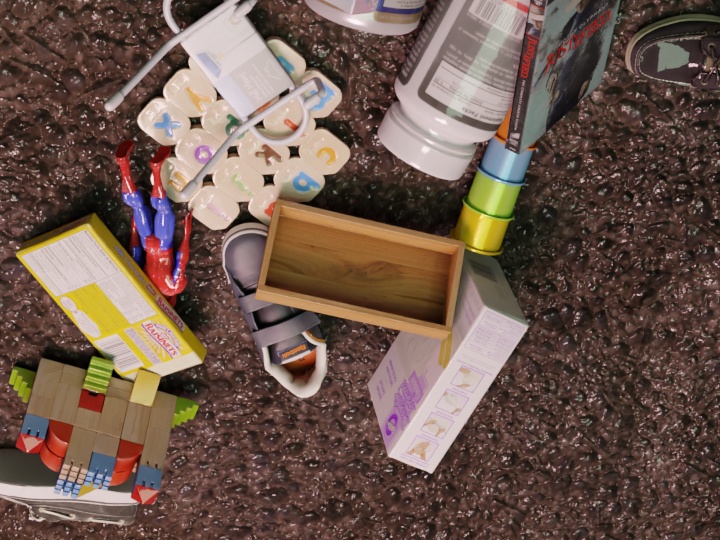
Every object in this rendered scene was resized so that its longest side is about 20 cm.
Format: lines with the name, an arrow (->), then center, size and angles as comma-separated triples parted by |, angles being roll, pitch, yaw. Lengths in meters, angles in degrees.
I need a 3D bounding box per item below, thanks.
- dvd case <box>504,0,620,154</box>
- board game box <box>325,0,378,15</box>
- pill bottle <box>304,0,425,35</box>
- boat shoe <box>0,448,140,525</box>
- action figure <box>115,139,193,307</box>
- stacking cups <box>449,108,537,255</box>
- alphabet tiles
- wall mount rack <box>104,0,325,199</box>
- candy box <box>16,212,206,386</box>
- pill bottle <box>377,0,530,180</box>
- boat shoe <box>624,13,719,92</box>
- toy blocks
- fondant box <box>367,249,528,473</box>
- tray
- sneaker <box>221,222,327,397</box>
dvd case -> 0.198, -0.220, 1.411 | 0.146, 0.022, 0.200 | -41, 151, -32
board game box -> -0.046, -0.356, 1.303 | 0.043, 0.199, 0.201 | -18, 133, -51
pill bottle -> 0.024, -0.327, 1.359 | 0.115, 0.116, 0.201 | 10, 116, -14
boat shoe -> -0.338, 0.246, 1.630 | 0.199, 0.071, 0.064 | 11, 114, -16
action figure -> -0.206, -0.039, 1.507 | 0.065, 0.052, 0.201 | 7, 127, 10
stacking cups -> 0.146, -0.117, 1.525 | 0.060, 0.061, 0.201 | 10, 113, -14
alphabet tiles -> -0.116, -0.136, 1.495 | 0.195, 0.015, 0.200 | 37, 107, -24
wall mount rack -> -0.138, -0.173, 1.421 | 0.174, 0.075, 0.200 | -34, 117, 9
candy box -> -0.256, 0.034, 1.537 | 0.102, 0.026, 0.200 | -20, 121, 26
pill bottle -> 0.103, -0.197, 1.442 | 0.114, 0.114, 0.200 | 21, 113, -19
boat shoe -> 0.370, -0.214, 1.503 | 0.199, 0.065, 0.072 | 2, 119, -9
toy blocks -> -0.279, 0.177, 1.551 | 0.199, 0.137, 0.100 | 17, 134, -12
fondant box -> 0.088, 0.091, 1.574 | 0.058, 0.144, 0.200 | 22, 112, -20
tray -> 0.000, 0.000, 1.511 | 0.199, 0.037, 0.099 | 13, 71, -7
sneaker -> -0.082, 0.045, 1.554 | 0.078, 0.079, 0.200 | -23, 121, 7
